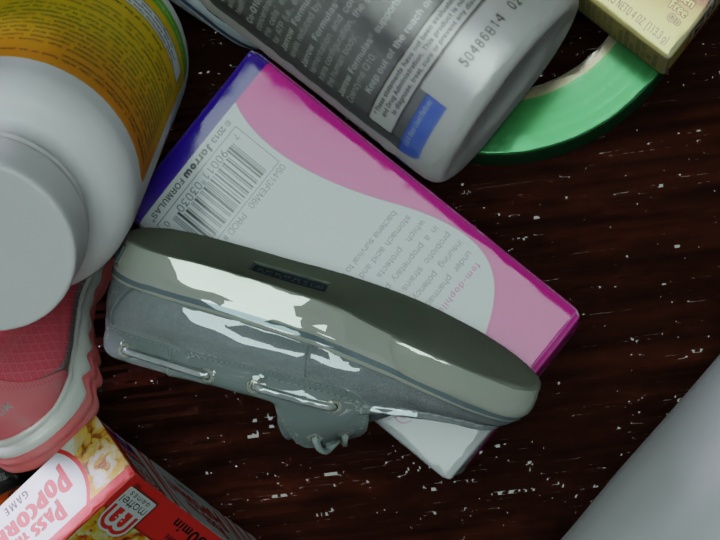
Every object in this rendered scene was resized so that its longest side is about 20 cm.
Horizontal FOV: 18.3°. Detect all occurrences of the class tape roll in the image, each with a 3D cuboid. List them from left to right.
[{"bbox_3d":[0.068,-0.154,1.112,0.200,0.048,0.201,0,86,6],"label":"tape roll"}]

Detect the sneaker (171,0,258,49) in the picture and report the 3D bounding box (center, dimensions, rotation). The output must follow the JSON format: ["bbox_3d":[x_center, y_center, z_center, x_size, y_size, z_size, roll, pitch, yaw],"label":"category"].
[{"bbox_3d":[-0.122,-0.172,1.128,0.200,0.073,0.071,38,130,-4],"label":"sneaker"}]

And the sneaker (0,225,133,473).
[{"bbox_3d":[-0.162,-0.005,1.065,0.074,0.087,0.201,-22,44,19],"label":"sneaker"}]

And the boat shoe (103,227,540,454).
[{"bbox_3d":[-0.021,0.041,1.004,0.200,0.070,0.072,18,107,7],"label":"boat shoe"}]

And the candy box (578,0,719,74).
[{"bbox_3d":[0.103,-0.201,1.061,0.200,0.055,0.116,39,90,7],"label":"candy box"}]

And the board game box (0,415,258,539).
[{"bbox_3d":[-0.149,0.179,1.060,0.200,0.151,0.046,-43,49,2],"label":"board game box"}]

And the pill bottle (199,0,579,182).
[{"bbox_3d":[-0.008,-0.143,1.038,0.200,0.114,0.114,39,90,7],"label":"pill bottle"}]

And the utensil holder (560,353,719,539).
[{"bbox_3d":[0.201,0.118,1.021,0.170,0.170,0.200,43,92,7],"label":"utensil holder"}]

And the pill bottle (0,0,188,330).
[{"bbox_3d":[-0.147,-0.059,1.001,0.111,0.200,0.111,3,120,5],"label":"pill bottle"}]

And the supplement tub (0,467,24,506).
[{"bbox_3d":[-0.251,0.071,1.091,0.122,0.123,0.200,-40,83,2],"label":"supplement tub"}]

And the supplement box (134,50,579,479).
[{"bbox_3d":[0.000,0.000,1.081,0.200,0.103,0.101,40,90,8],"label":"supplement box"}]
